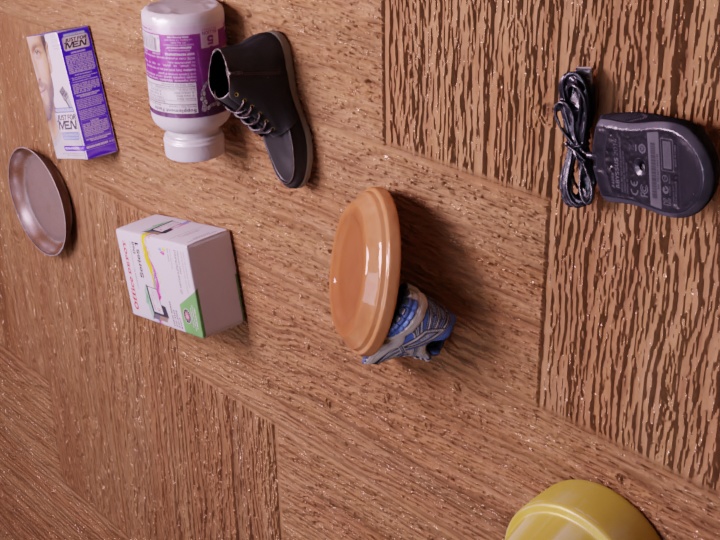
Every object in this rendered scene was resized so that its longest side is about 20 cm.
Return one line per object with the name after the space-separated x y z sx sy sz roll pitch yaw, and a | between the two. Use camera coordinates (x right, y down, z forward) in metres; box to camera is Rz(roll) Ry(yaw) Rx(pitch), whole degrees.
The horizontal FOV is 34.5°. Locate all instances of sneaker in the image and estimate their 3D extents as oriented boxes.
-0.130 -0.192 1.465 0.074 0.106 0.203 2 109 49 | sneaker
0.059 0.082 1.400 0.084 0.078 0.200 21 162 -8 | sneaker

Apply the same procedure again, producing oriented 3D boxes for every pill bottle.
-0.229 -0.253 1.549 0.112 0.112 0.203 23 125 41 | pill bottle

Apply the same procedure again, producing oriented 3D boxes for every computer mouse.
0.266 -0.111 1.086 0.199 0.052 0.140 27 127 53 | computer mouse

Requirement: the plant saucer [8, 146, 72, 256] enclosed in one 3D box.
-0.570 -0.126 2.085 0.199 0.032 0.203 25 125 41 | plant saucer

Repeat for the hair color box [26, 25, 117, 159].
-0.460 -0.281 1.850 0.109 0.064 0.203 7 111 49 | hair color box

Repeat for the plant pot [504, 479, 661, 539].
0.211 0.359 1.270 0.200 0.188 0.203 25 126 41 | plant pot

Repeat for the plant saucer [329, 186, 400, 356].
0.000 0.000 1.383 0.200 0.037 0.203 -175 90 -73 | plant saucer

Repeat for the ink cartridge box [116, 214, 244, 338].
-0.274 0.005 1.754 0.199 0.083 0.147 13 118 47 | ink cartridge box
